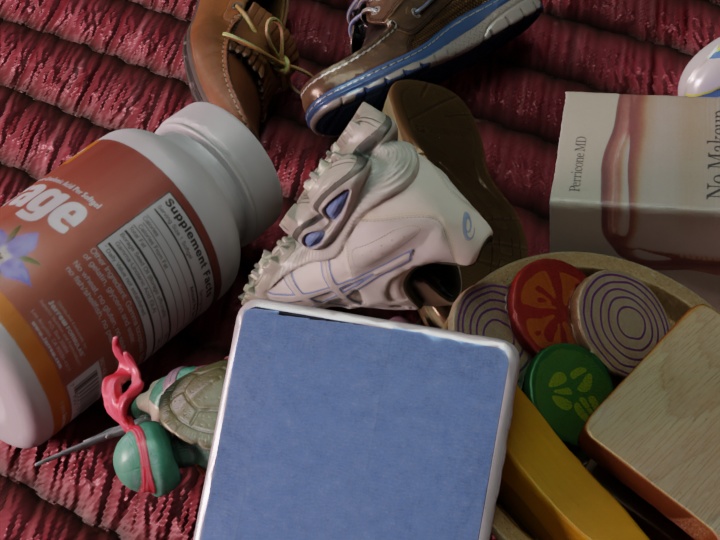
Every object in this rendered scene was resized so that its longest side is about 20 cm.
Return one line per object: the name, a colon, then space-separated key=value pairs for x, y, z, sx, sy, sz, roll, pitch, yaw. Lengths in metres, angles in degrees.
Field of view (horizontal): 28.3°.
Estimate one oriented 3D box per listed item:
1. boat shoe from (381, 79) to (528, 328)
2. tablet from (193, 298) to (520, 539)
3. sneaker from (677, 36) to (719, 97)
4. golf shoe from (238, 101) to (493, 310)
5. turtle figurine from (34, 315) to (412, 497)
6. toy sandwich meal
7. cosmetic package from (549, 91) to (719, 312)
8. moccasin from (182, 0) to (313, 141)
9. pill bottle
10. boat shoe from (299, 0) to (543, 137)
boat shoe: x=0.046 y=-0.025 z=0.819 sx=0.073 sy=0.063 sz=0.201 roll=12 pitch=43 yaw=-18
tablet: x=-0.010 y=0.119 z=0.613 sx=0.129 sy=0.014 sz=0.202 roll=9 pitch=84 yaw=15
sneaker: x=0.292 y=-0.095 z=0.836 sx=0.198 sy=0.076 sz=0.106 roll=-5 pitch=44 yaw=2
golf shoe: x=0.000 y=0.000 z=0.728 sx=0.097 sy=0.200 sz=0.079 roll=34 pitch=67 yaw=-4
turtle figurine: x=-0.047 y=0.083 z=0.685 sx=0.199 sy=0.101 sz=0.150 roll=-16 pitch=52 yaw=-22
toy sandwich meal: x=0.130 y=0.064 z=0.656 sx=0.203 sy=0.070 sz=0.206 roll=8 pitch=55 yaw=-12
cosmetic package: x=0.205 y=-0.032 z=0.773 sx=0.198 sy=0.088 sz=0.104 roll=3 pitch=45 yaw=11
moccasin: x=-0.071 y=-0.144 z=0.950 sx=0.077 sy=0.074 sz=0.202 roll=-13 pitch=33 yaw=9
pill bottle: x=-0.139 y=-0.006 z=0.778 sx=0.112 sy=0.113 sz=0.200 roll=27 pitch=53 yaw=32
boat shoe: x=0.028 y=-0.152 z=0.924 sx=0.199 sy=0.072 sz=0.073 roll=-32 pitch=83 yaw=-36
